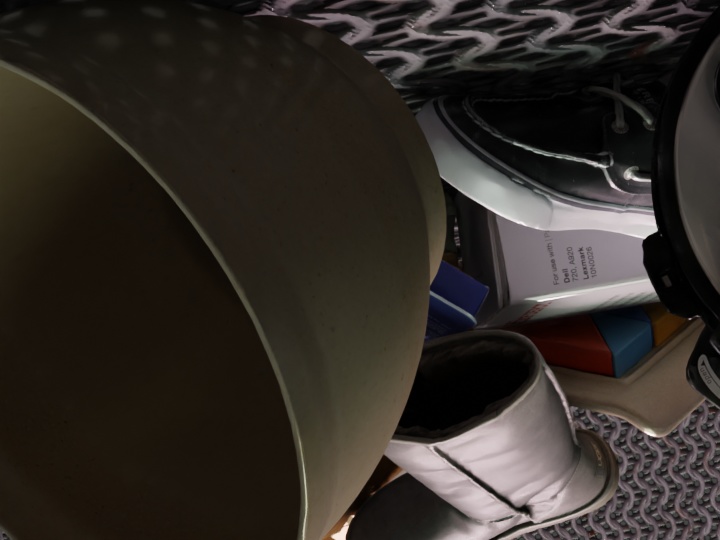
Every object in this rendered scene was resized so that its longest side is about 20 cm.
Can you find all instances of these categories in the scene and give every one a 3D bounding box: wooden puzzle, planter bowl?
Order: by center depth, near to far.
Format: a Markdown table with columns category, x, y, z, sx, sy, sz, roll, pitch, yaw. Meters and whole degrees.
| category | x | y | z | sx | sy | sz | roll | pitch | yaw |
| --- | --- | --- | --- | --- | --- | --- | --- | --- | --- |
| planter bowl | -0.056 | -0.005 | 0.533 | 0.200 | 0.201 | 0.135 | -18 | -165 | 47 |
| wooden puzzle | 0.134 | 0.023 | 0.987 | 0.200 | 0.037 | 0.185 | 16 | -148 | 35 |

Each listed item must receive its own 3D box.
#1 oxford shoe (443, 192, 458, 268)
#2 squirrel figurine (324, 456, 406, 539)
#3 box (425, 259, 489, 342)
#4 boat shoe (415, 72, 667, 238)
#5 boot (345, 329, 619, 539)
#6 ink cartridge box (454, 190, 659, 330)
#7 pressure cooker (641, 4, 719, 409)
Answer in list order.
| category | x | y | z | sx | sy | sz | roll | pitch | yaw |
| --- | --- | --- | --- | --- | --- | --- | --- | --- | --- |
| oxford shoe | 0.000 | 0.000 | 0.996 | 0.075 | 0.058 | 0.200 | -8 | 174 | -27 |
| squirrel figurine | -0.050 | 0.084 | 1.018 | 0.200 | 0.187 | 0.142 | -11 | 134 | -48 |
| box | -0.005 | 0.000 | 0.851 | 0.121 | 0.032 | 0.200 | 31 | 167 | -4 |
| boat shoe | 0.115 | -0.056 | 0.733 | 0.199 | 0.072 | 0.068 | 12 | 126 | -31 |
| boot | 0.040 | 0.105 | 0.856 | 0.181 | 0.073 | 0.200 | -29 | 158 | 14 |
| ink cartridge box | 0.158 | -0.028 | 0.884 | 0.199 | 0.084 | 0.145 | -9 | 173 | -3 |
| pressure cooker | 0.196 | -0.030 | 0.608 | 0.178 | 0.177 | 0.200 | -10 | 171 | 16 |
